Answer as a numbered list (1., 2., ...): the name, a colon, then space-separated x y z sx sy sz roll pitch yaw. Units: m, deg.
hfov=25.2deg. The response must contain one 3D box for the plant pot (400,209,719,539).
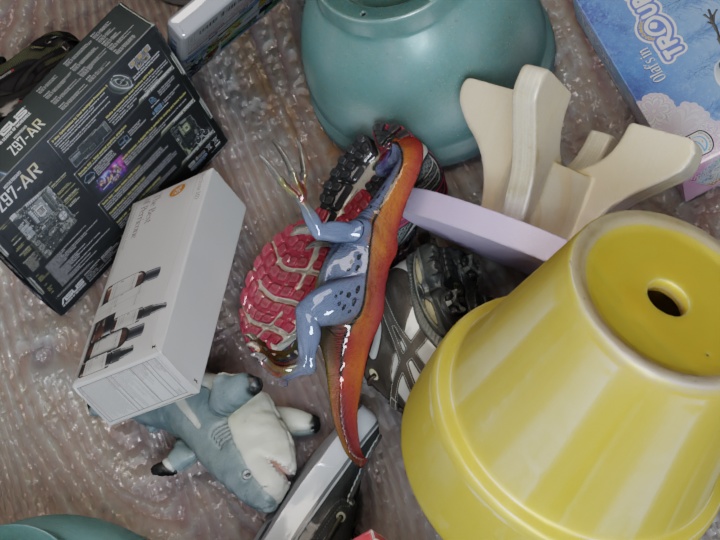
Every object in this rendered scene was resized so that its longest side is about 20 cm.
1. plant pot: 0.147 0.071 0.967 0.201 0.189 0.201 12 47 -14

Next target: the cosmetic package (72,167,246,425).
1. cosmetic package: -0.145 0.015 1.181 0.082 0.051 0.200 -20 36 24

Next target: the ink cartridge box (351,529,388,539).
1. ink cartridge box: -0.033 0.255 0.971 0.200 0.144 0.084 -31 53 12

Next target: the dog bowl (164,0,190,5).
1. dog bowl: -0.130 -0.333 1.410 0.200 0.079 0.200 -9 59 14

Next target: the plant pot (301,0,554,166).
1. plant pot: 0.039 -0.197 1.234 0.200 0.134 0.200 -8 58 13

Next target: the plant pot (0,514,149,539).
1. plant pot: -0.212 0.246 1.064 0.200 0.134 0.200 -8 59 13

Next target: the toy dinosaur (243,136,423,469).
1. toy dinosaur: 0.000 0.000 1.101 0.181 0.105 0.200 -43 85 0

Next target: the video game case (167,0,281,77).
1. video game case: -0.074 -0.235 1.285 0.200 0.182 0.022 -42 91 -8

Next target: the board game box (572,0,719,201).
1. board game box: 0.287 -0.176 1.198 0.199 0.043 0.200 -26 56 4

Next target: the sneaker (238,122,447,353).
1. sneaker: -0.010 -0.010 1.188 0.200 0.075 0.081 -49 44 3

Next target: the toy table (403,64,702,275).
1. toy table: 0.135 -0.057 1.114 0.200 0.184 0.117 22 86 20

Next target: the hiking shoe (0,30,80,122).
1. hiking shoe: -0.242 -0.164 1.350 0.200 0.076 0.101 -4 63 18

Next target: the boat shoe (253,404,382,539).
1. boat shoe: -0.036 0.183 1.090 0.057 0.069 0.200 36 65 -4

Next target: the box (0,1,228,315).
1. box: -0.208 -0.082 1.240 0.044 0.160 0.200 35 77 32

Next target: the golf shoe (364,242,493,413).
1. golf shoe: 0.053 0.083 1.118 0.094 0.078 0.200 -27 58 33

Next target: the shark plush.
1. shark plush: -0.127 0.111 1.146 0.200 0.091 0.083 14 74 25
